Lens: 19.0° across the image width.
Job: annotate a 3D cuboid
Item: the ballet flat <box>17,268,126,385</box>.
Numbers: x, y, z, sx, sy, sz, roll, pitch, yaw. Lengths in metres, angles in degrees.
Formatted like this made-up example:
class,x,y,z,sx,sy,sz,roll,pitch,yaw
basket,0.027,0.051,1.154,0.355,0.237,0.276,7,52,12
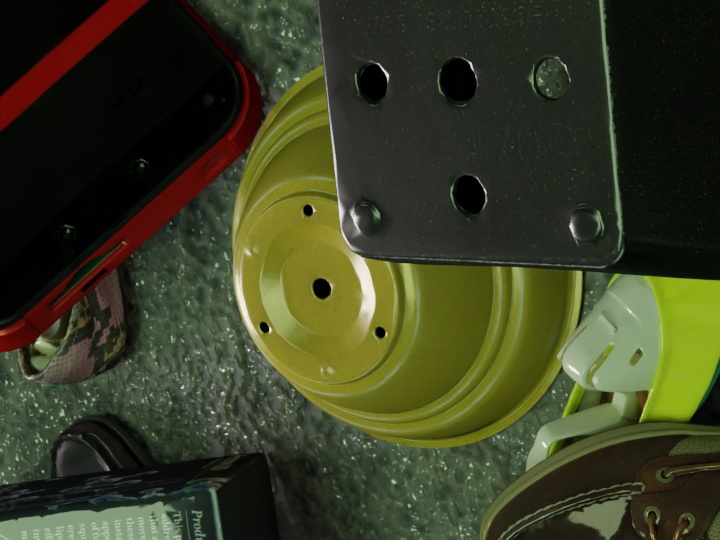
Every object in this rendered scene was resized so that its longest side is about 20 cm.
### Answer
class,x,y,z,sx,sy,sz,roll,pitch,yaw
ballet flat,-0.167,-0.035,1.138,0.069,0.071,0.202,3,105,32

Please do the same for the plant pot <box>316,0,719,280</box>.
class,x,y,z,sx,sy,sz,roll,pitch,yaw
plant pot,0.092,-0.086,0.845,0.199,0.177,0.202,3,104,40

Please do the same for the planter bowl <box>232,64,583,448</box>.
class,x,y,z,sx,sy,sz,roll,pitch,yaw
planter bowl,0.000,0.000,1.032,0.199,0.083,0.202,10,108,31

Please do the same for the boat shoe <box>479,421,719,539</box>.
class,x,y,z,sx,sy,sz,roll,pitch,yaw
boat shoe,0.148,0.110,0.931,0.198,0.072,0.073,-11,115,9

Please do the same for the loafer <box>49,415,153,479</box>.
class,x,y,z,sx,sy,sz,roll,pitch,yaw
loafer,-0.128,0.180,1.178,0.071,0.063,0.202,-17,94,36

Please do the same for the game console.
class,x,y,z,sx,sy,sz,roll,pitch,yaw
game console,-0.168,-0.077,1.090,0.200,0.031,0.177,-42,73,-5

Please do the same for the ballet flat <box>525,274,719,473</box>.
class,x,y,z,sx,sy,sz,roll,pitch,yaw
ballet flat,0.115,0.061,0.977,0.067,0.066,0.201,52,133,50

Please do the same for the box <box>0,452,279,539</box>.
class,x,y,z,sx,sy,sz,roll,pitch,yaw
box,-0.147,0.163,1.084,0.198,0.148,0.108,-7,91,6
